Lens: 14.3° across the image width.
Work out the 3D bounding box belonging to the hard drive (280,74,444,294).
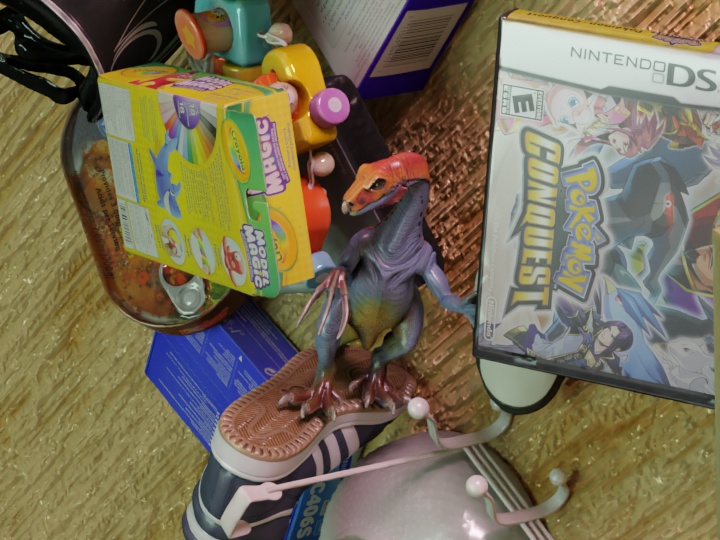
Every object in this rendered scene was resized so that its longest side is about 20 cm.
[{"bbox_3d":[-0.034,-0.053,1.836,0.200,0.033,0.140,-4,117,60],"label":"hard drive"}]

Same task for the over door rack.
[{"bbox_3d":[0.041,0.153,1.680,0.148,0.199,0.067,53,148,34],"label":"over door rack"}]

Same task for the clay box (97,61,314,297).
[{"bbox_3d":[-0.087,-0.055,1.701,0.200,0.047,0.115,17,120,57],"label":"clay box"}]

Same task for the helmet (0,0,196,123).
[{"bbox_3d":[-0.176,-0.214,1.841,0.200,0.191,0.200,26,154,14],"label":"helmet"}]

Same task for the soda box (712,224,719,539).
[{"bbox_3d":[0.226,0.062,1.476,0.068,0.064,0.201,35,141,45],"label":"soda box"}]

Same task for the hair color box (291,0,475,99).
[{"bbox_3d":[-0.008,-0.218,1.788,0.200,0.065,0.109,59,141,24],"label":"hair color box"}]

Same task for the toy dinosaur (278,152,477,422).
[{"bbox_3d":[0.000,0.000,1.708,0.200,0.105,0.182,-128,44,-58],"label":"toy dinosaur"}]

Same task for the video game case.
[{"bbox_3d":[0.154,-0.031,1.562,0.180,0.025,0.201,12,109,23],"label":"video game case"}]

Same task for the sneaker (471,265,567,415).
[{"bbox_3d":[0.095,-0.005,1.660,0.073,0.080,0.201,12,113,16],"label":"sneaker"}]

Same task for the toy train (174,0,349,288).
[{"bbox_3d":[-0.071,-0.091,1.755,0.200,0.055,0.150,60,147,25],"label":"toy train"}]

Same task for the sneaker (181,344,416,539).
[{"bbox_3d":[-0.042,0.119,1.792,0.070,0.200,0.109,32,118,20],"label":"sneaker"}]

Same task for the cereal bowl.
[{"bbox_3d":[0.034,0.203,1.808,0.200,0.083,0.201,15,109,53],"label":"cereal bowl"}]

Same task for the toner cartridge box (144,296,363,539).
[{"bbox_3d":[-0.075,0.090,1.970,0.200,0.043,0.095,48,134,38],"label":"toner cartridge box"}]

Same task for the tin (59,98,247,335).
[{"bbox_3d":[-0.137,-0.049,1.978,0.112,0.042,0.200,-27,66,15],"label":"tin"}]
